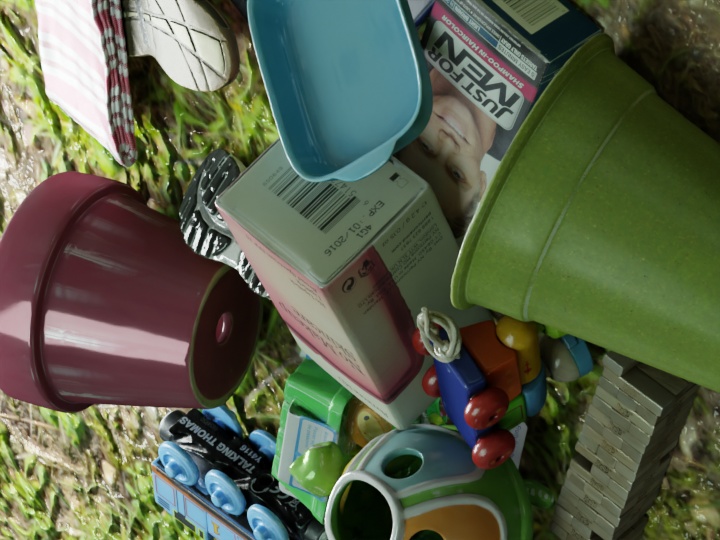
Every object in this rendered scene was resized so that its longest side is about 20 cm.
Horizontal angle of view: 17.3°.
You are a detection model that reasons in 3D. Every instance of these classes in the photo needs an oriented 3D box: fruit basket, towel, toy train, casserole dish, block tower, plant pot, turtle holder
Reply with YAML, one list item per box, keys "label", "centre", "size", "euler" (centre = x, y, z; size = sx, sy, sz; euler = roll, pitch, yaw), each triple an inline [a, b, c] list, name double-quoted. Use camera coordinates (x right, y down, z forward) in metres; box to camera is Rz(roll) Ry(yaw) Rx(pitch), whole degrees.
- label: "fruit basket"
  centre: [0.026, 0.151, 1.863]
  size: [0.199, 0.094, 0.186]
  euler: [30, 131, 23]
- label: "towel"
  centre: [-0.235, -0.197, 1.933]
  size: [0.146, 0.030, 0.201]
  euler: [41, 143, 47]
- label: "toy train"
  centre: [-0.097, 0.197, 2.052]
  size: [0.199, 0.087, 0.115]
  euler: [32, 146, 27]
- label: "casserole dish"
  centre: [-0.010, -0.150, 1.619]
  size: [0.121, 0.039, 0.201]
  euler: [-29, 64, 27]
- label: "block tower"
  centre: [0.189, 0.131, 1.694]
  size: [0.058, 0.054, 0.201]
  euler: [36, 139, 25]
- label: "plant pot"
  centre: [0.187, -0.016, 1.500]
  size: [0.189, 0.200, 0.201]
  euler: [31, 138, 13]
- label: "toy train"
  centre: [0.103, 0.047, 1.629]
  size: [0.085, 0.115, 0.200]
  euler: [54, 169, 27]
- label: "turtle holder"
  centre: [0.038, 0.170, 1.742]
  size: [0.141, 0.131, 0.186]
  euler: [-53, 52, 31]
- label: "plant pot"
  centre: [-0.187, 0.032, 1.954]
  size: [0.178, 0.200, 0.201]
  euler: [14, 127, 23]

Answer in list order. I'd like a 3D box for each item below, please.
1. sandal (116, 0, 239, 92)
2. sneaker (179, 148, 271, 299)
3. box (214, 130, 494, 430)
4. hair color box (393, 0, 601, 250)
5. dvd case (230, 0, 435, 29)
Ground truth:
- label: "sandal"
  centre: [-0.142, -0.194, 1.844]
  size: [0.200, 0.054, 0.081]
  euler: [25, 129, 56]
- label: "sneaker"
  centre: [-0.072, -0.025, 1.865]
  size: [0.078, 0.090, 0.200]
  euler: [-58, 43, 14]
- label: "box"
  centre: [0.000, 0.000, 1.699]
  size: [0.128, 0.109, 0.200]
  euler: [37, 165, 36]
- label: "hair color box"
  centre: [0.084, -0.115, 1.629]
  size: [0.100, 0.060, 0.201]
  euler: [43, 142, 19]
- label: "dvd case"
  centre: [-0.022, -0.214, 1.709]
  size: [0.151, 0.025, 0.200]
  euler: [54, 143, 5]
